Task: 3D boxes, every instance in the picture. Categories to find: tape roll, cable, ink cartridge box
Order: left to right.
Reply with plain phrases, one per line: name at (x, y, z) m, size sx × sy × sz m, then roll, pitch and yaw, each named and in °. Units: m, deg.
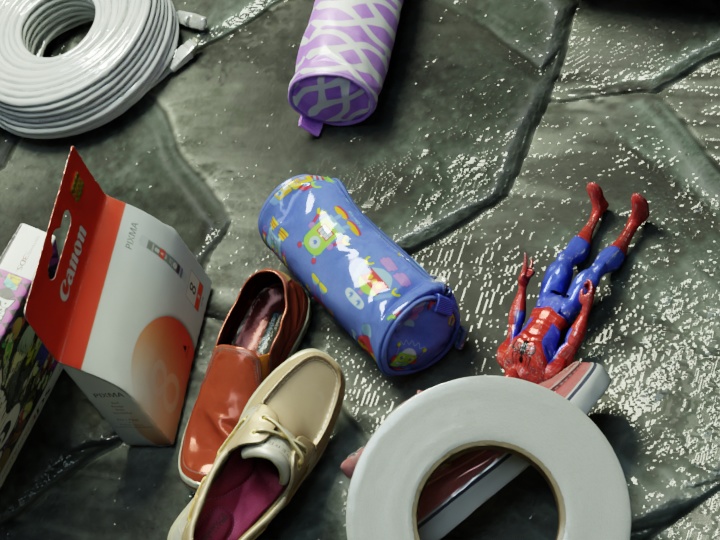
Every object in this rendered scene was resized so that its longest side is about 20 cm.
cable at (-0.268, -0.211, 1.921) m, size 0.200 × 0.069 × 0.200 m, roll 32°, pitch 72°, yaw 36°
ink cartridge box at (-0.185, 0.021, 1.633) m, size 0.050 × 0.200 × 0.162 m, roll -1°, pitch 56°, yaw 19°
tape roll at (0.089, 0.175, 1.456) m, size 0.203 × 0.037 × 0.203 m, roll 0°, pitch 80°, yaw 2°

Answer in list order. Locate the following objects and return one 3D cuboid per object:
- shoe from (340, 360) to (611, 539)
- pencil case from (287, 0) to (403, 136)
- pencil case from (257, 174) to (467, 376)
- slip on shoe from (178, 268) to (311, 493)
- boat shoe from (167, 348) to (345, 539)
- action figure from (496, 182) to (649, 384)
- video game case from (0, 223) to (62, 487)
shoe at (0.083, 0.112, 1.517) m, size 0.200 × 0.071 × 0.091 m, roll -40°, pitch 90°, yaw -4°
pencil case at (-0.009, -0.220, 1.816) m, size 0.085 × 0.084 × 0.200 m, roll -31°, pitch 36°, yaw 47°
pencil case at (0.000, 0.000, 1.651) m, size 0.087 × 0.078 × 0.200 m, roll -49°, pitch 51°, yaw 6°
slip on shoe at (-0.096, 0.085, 1.641) m, size 0.074 × 0.061 × 0.200 m, roll 9°, pitch 61°, yaw 26°
boat shoe at (-0.070, 0.146, 1.566) m, size 0.074 × 0.069 × 0.200 m, roll 34°, pitch 76°, yaw -7°
action figure at (0.153, 0.021, 1.595) m, size 0.065 × 0.052 × 0.200 m, roll 18°, pitch 67°, yaw 29°
video game case at (-0.284, 0.086, 1.632) m, size 0.036 × 0.200 × 0.181 m, roll 21°, pitch 63°, yaw 7°
